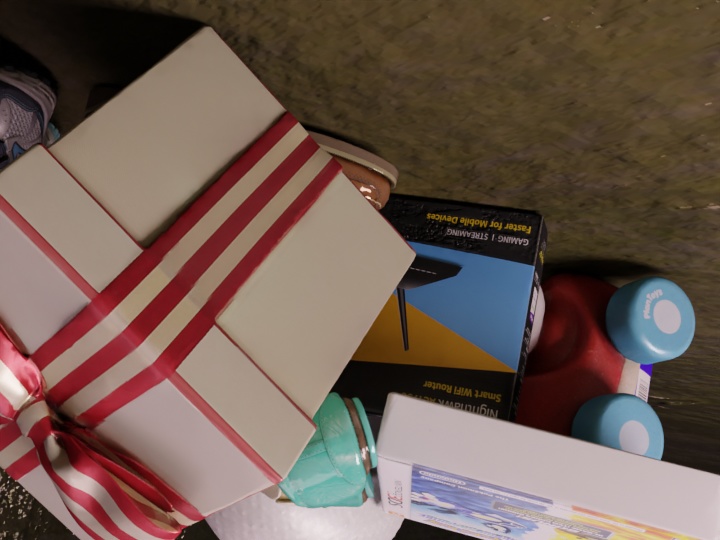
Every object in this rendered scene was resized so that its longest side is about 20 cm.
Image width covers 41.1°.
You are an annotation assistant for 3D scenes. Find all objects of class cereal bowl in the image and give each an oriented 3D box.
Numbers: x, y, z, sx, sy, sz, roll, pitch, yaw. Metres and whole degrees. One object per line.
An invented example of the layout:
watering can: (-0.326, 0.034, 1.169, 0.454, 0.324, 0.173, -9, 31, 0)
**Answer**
cereal bowl: (-0.033, 0.133, 0.746, 0.199, 0.202, 0.083, 20, 136, -33)

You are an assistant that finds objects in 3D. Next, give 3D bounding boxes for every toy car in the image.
toy car: (0.106, 0.060, 0.727, 0.199, 0.178, 0.184, 28, 158, -14)

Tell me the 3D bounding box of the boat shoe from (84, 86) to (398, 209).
boat shoe: (-0.078, -0.054, 0.592, 0.198, 0.069, 0.072, 11, 168, 5)

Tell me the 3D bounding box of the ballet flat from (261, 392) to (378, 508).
ballet flat: (-0.028, 0.112, 0.575, 0.070, 0.068, 0.200, -15, 165, -4)

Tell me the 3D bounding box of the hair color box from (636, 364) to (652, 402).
hair color box: (0.201, 0.125, 1.027, 0.198, 0.110, 0.065, 4, 165, 33)

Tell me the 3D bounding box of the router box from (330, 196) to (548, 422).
router box: (0.019, 0.026, 0.664, 0.198, 0.151, 0.051, 8, 168, 18)

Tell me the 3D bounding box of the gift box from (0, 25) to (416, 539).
gift box: (-0.108, 0.031, 0.472, 0.184, 0.187, 0.200, 43, 133, -7)

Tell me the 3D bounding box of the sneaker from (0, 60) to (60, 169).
sneaker: (-0.235, -0.075, 0.612, 0.077, 0.087, 0.200, 12, 168, -4)

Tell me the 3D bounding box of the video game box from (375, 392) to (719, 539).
video game box: (0.109, 0.146, 0.622, 0.198, 0.047, 0.182, 13, 159, 9)
